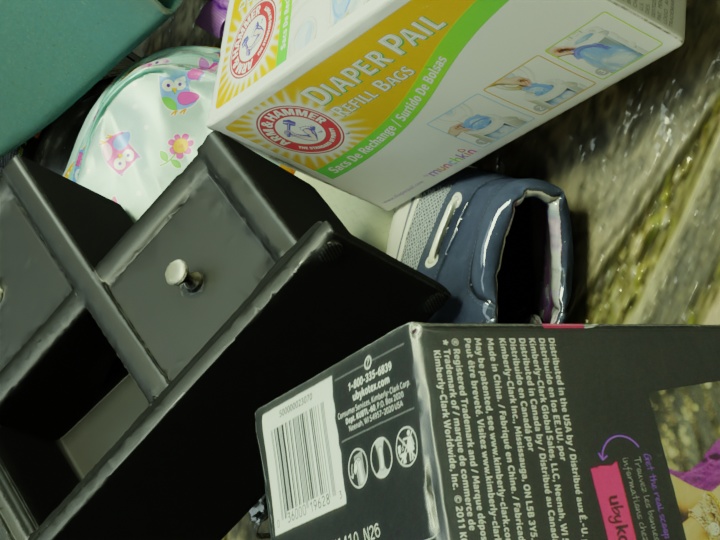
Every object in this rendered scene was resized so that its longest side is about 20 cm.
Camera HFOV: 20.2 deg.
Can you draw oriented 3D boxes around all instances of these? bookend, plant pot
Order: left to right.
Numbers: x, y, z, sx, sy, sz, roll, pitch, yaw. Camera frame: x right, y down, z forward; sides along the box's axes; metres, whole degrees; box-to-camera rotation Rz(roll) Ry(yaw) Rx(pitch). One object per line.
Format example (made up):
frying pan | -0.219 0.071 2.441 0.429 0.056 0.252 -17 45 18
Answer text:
plant pot | -0.193 -0.145 1.067 0.200 0.141 0.141 -42 14 28
bookend | -0.099 0.007 0.897 0.200 0.092 0.199 -46 53 12

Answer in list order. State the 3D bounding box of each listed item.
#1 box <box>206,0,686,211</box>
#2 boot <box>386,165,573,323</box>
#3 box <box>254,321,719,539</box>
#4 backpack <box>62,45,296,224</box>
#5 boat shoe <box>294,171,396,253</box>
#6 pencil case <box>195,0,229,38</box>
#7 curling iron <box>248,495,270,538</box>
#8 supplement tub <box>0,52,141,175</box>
box | 0.034 -0.120 0.848 0.200 0.101 0.113 -28 47 49
boot | 0.044 0.053 0.896 0.090 0.073 0.200 -167 81 -65
box | 0.080 0.082 0.705 0.122 0.200 0.106 -31 62 55
backpack | -0.090 -0.015 1.042 0.127 0.167 0.200 -125 54 -84
boat shoe | -0.002 -0.001 0.981 0.074 0.063 0.202 27 98 28
pencil case | -0.021 -0.212 1.011 0.084 0.085 0.200 31 119 35
curling iron | -0.027 0.107 0.973 0.200 0.049 0.026 110 148 -75
supplement tub | -0.155 -0.070 1.199 0.200 0.122 0.123 37 120 55
